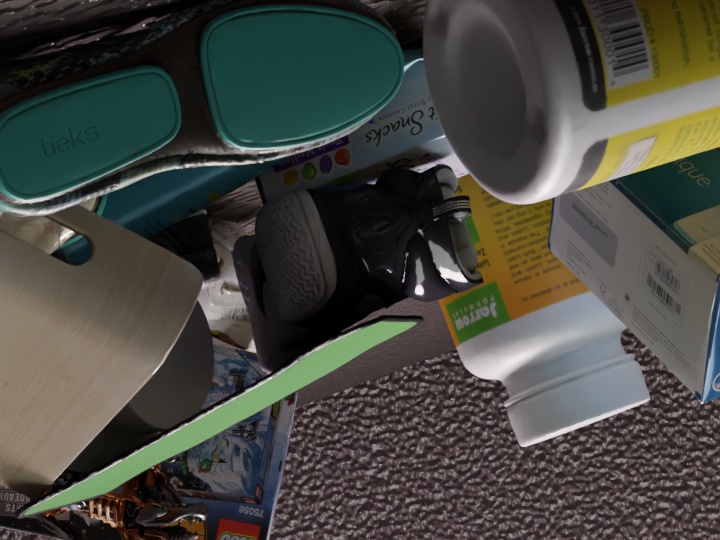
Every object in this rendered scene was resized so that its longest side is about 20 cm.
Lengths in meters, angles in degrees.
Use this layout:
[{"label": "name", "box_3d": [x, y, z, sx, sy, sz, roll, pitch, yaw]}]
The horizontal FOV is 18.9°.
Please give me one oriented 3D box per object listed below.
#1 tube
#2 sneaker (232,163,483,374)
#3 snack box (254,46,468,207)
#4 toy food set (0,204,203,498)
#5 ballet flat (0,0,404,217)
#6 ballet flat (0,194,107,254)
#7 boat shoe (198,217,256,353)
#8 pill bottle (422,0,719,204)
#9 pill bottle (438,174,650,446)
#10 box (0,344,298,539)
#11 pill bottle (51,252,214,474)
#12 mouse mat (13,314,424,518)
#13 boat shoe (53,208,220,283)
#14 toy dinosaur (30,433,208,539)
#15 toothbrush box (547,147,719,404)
[{"label": "tube", "box_3d": [-0.057, -0.064, 1.038, 0.199, 0.051, 0.077, -25, -168, 7]}, {"label": "sneaker", "box_3d": [0.000, 0.000, 1.116, 0.113, 0.076, 0.200, -13, 170, -12]}, {"label": "snack box", "box_3d": [0.050, -0.084, 1.133, 0.199, 0.053, 0.142, -21, 172, 11]}, {"label": "toy food set", "box_3d": [-0.171, 0.019, 0.952, 0.143, 0.061, 0.200, 28, 142, -14]}, {"label": "ballet flat", "box_3d": [-0.078, -0.073, 0.870, 0.199, 0.075, 0.074, -14, 171, -32]}, {"label": "ballet flat", "box_3d": [-0.190, -0.018, 0.997, 0.062, 0.068, 0.200, 21, 144, -33]}, {"label": "boat shoe", "box_3d": [-0.097, -0.003, 1.325, 0.069, 0.071, 0.200, -53, 156, 7]}, {"label": "pill bottle", "box_3d": [0.138, -0.107, 0.958, 0.199, 0.115, 0.114, -17, 172, -25]}, {"label": "pill bottle", "box_3d": [0.097, -0.004, 1.277, 0.111, 0.201, 0.111, -20, 173, -3]}, {"label": "box", "box_3d": [-0.145, 0.105, 1.345, 0.199, 0.138, 0.040, 12, 172, 0]}, {"label": "pill bottle", "box_3d": [-0.175, 0.051, 1.115, 0.199, 0.113, 0.112, -7, -178, 35]}, {"label": "mouse mat", "box_3d": [-0.064, 0.069, 1.062, 0.199, 0.008, 0.161, -30, 174, 7]}, {"label": "boat shoe", "box_3d": [-0.161, 0.013, 1.194, 0.200, 0.071, 0.072, -24, 173, 37]}, {"label": "toy dinosaur", "box_3d": [-0.169, 0.085, 1.277, 0.136, 0.200, 0.102, -58, -177, 11]}, {"label": "toothbrush box", "box_3d": [0.221, -0.032, 1.138, 0.199, 0.146, 0.086, -17, 132, -23]}]
